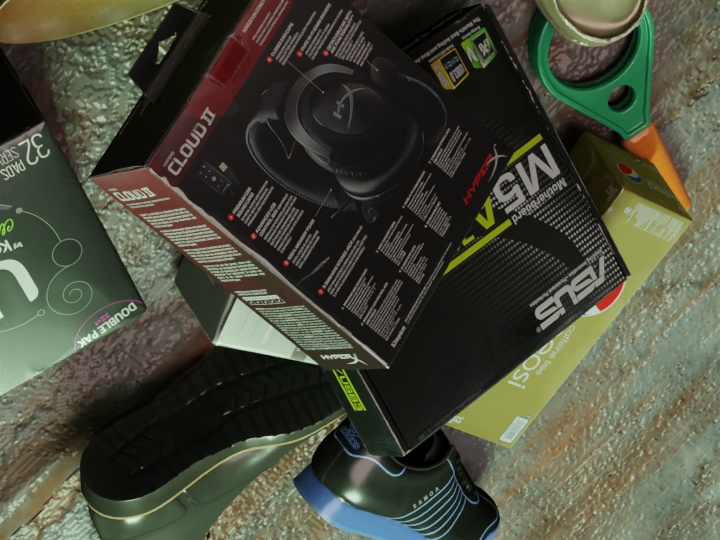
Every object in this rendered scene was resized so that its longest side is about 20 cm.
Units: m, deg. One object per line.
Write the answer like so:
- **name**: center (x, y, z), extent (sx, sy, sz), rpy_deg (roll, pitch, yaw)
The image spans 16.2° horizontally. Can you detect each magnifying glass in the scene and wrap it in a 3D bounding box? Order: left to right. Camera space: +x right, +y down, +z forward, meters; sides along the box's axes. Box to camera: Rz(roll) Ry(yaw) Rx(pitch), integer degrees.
- **magnifying glass**: center (0.165, -0.106, 1.594), extent (0.079, 0.022, 0.200), rpy_deg (-34, 128, -2)

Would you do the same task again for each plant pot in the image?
- **plant pot**: center (-0.107, -0.172, 1.318), extent (0.199, 0.200, 0.028), rpy_deg (-23, 85, -11)

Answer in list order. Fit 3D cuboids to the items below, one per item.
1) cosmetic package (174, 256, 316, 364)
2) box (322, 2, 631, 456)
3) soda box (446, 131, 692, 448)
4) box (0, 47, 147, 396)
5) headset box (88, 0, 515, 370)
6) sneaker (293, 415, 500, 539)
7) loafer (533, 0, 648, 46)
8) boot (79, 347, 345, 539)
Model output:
- **cosmetic package**: center (0.000, 0.000, 1.540), extent (0.199, 0.090, 0.107), rpy_deg (11, 113, -28)
- **box**: center (0.040, -0.025, 1.469), extent (0.200, 0.047, 0.194), rpy_deg (-35, 102, -29)
- **soda box**: center (0.119, 0.014, 1.608), extent (0.064, 0.068, 0.200), rpy_deg (22, 115, -34)
- **box**: center (-0.248, -0.009, 1.387), extent (0.199, 0.124, 0.149), rpy_deg (-31, 129, -6)
- **headset box**: center (-0.036, -0.063, 1.355), extent (0.200, 0.077, 0.149), rpy_deg (39, 69, -22)
- **sneaker**: center (0.043, 0.136, 1.643), extent (0.078, 0.070, 0.200), rpy_deg (-50, 147, 16)
- **loafer**: center (0.129, -0.213, 1.462), extent (0.075, 0.068, 0.201), rpy_deg (-21, 123, -8)
- **boot**: center (-0.087, 0.125, 1.606), extent (0.199, 0.078, 0.139), rpy_deg (-22, 146, -19)
